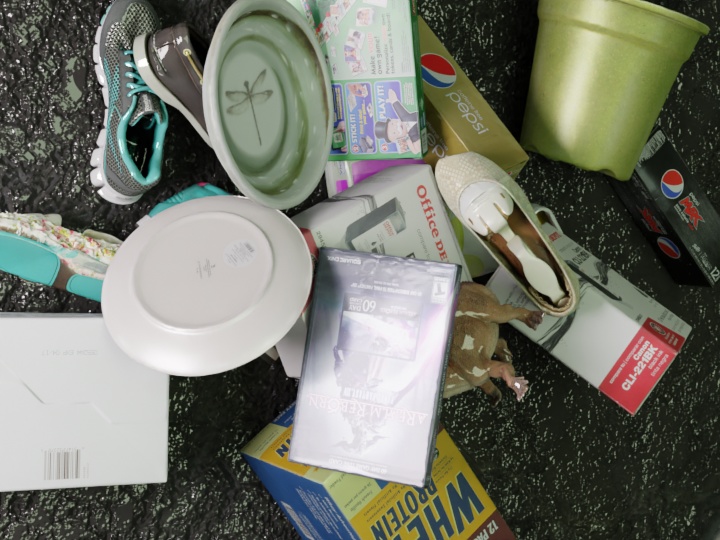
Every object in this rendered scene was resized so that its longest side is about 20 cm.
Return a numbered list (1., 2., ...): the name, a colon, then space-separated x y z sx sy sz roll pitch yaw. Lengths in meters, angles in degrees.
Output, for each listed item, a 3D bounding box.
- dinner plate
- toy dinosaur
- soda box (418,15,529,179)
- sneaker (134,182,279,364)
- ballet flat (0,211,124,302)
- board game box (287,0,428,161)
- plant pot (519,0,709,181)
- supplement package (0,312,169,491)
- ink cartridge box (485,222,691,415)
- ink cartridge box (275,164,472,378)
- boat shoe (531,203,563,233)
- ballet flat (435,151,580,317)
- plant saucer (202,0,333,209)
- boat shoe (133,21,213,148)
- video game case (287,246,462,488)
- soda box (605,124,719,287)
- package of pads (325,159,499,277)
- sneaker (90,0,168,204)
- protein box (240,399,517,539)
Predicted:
1. dinner plate: -0.142 0.006 1.354 0.200 0.200 0.024 -40 149 -20
2. toy dinosaur: 0.094 0.061 1.416 0.135 0.086 0.201 30 46 -7
3. soda box: 0.084 -0.163 1.541 0.064 0.068 0.201 -25 71 -34
4. sneaker: -0.119 -0.012 1.493 0.121 0.084 0.200 -44 110 -9
5. ballet flat: -0.279 -0.016 1.417 0.198 0.076 0.065 23 46 -21
6. board game box: -0.007 -0.210 1.474 0.029 0.133 0.203 -44 131 -66
7. plant pot: 0.262 -0.204 1.639 0.198 0.200 0.187 12 98 -28
8. supplement package: -0.289 0.119 1.388 0.198 0.111 0.158 1 91 -28
9. ink cartridge box: 0.237 0.045 1.556 0.199 0.144 0.084 36 108 10
10. ink cartridge box: 0.000 0.000 1.470 0.199 0.084 0.147 -30 106 -29
11. boat shoe: 0.229 0.015 1.675 0.074 0.086 0.204 -28 105 -24
12. ballet flat: 0.148 -0.037 1.449 0.067 0.062 0.200 -41 94 10
13. plant saucer: -0.097 -0.157 1.401 0.199 0.050 0.203 7 81 -57
14. boat shoe: -0.139 -0.171 1.439 0.201 0.060 0.073 38 39 -53
15. video game case: 0.012 0.086 1.359 0.019 0.141 0.203 17 81 -64
16. soda box: 0.364 -0.075 1.751 0.063 0.071 0.201 -43 111 -18
17. package of pads: 0.063 -0.061 1.592 0.198 0.068 0.157 -10 97 -27
18. sneaker: -0.211 -0.165 1.427 0.077 0.091 0.203 -1 93 -28
19. protein box: 0.015 0.228 1.506 0.135 0.199 0.200 -41 110 -20
